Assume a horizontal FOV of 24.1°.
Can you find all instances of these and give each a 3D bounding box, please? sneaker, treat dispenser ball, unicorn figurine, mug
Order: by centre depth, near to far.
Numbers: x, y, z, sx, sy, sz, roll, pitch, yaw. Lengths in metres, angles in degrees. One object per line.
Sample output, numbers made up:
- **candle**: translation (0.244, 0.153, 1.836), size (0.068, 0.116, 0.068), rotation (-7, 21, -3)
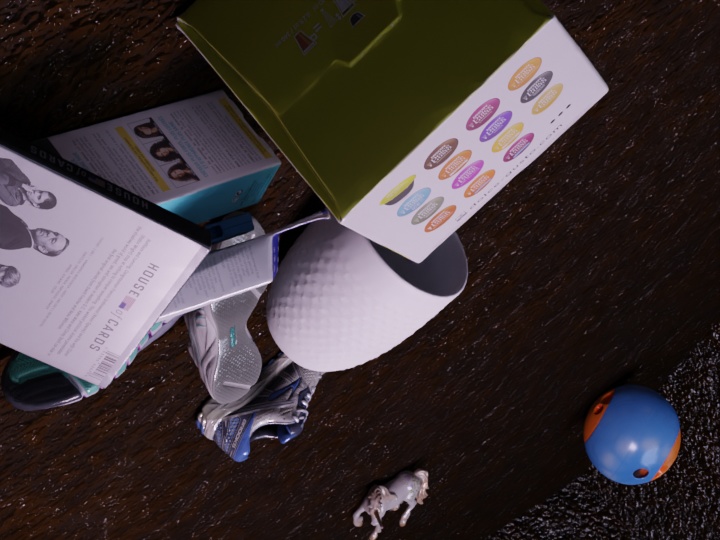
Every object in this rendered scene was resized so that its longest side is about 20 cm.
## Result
- **sneaker**: translation (-0.219, 0.065, 1.459), size (0.199, 0.075, 0.088), rotation (-34, 166, -20)
- **sneaker**: translation (-0.133, 0.026, 1.554), size (0.070, 0.080, 0.202), rotation (-18, 134, -33)
- **mug**: translation (0.000, 0.000, 1.663), size (0.175, 0.147, 0.201), rotation (-42, -166, 33)
- **sneaker**: translation (-0.086, 0.149, 1.901), size (0.199, 0.085, 0.077), rotation (-33, 161, -24)
- **unicorn figurine**: translation (0.043, 0.380, 2.753), size (0.200, 0.073, 0.138), rotation (-43, 159, -43)
- **treat dispenser ball**: translation (0.554, 0.335, 3.449), size (0.200, 0.201, 0.201), rotation (-35, 162, -13)

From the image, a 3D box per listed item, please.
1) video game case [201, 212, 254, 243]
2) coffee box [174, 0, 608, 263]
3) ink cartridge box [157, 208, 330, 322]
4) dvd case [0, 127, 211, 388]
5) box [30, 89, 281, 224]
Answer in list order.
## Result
- **video game case**: translation (-0.186, -0.004, 1.295), size (0.142, 0.018, 0.200), rotation (-17, -177, 26)
- **coffee box**: translation (0.026, -0.155, 1.217), size (0.199, 0.200, 0.198), rotation (-43, 161, 8)
- **ink cartridge box**: translation (-0.112, 0.002, 1.304), size (0.198, 0.041, 0.200), rotation (-19, -177, 0)
- **dvd case**: translation (-0.222, -0.011, 1.139), size (0.199, 0.025, 0.151), rotation (26, 121, -25)
- **box**: translation (-0.158, -0.069, 1.241), size (0.199, 0.082, 0.049), rotation (-22, 155, -44)
